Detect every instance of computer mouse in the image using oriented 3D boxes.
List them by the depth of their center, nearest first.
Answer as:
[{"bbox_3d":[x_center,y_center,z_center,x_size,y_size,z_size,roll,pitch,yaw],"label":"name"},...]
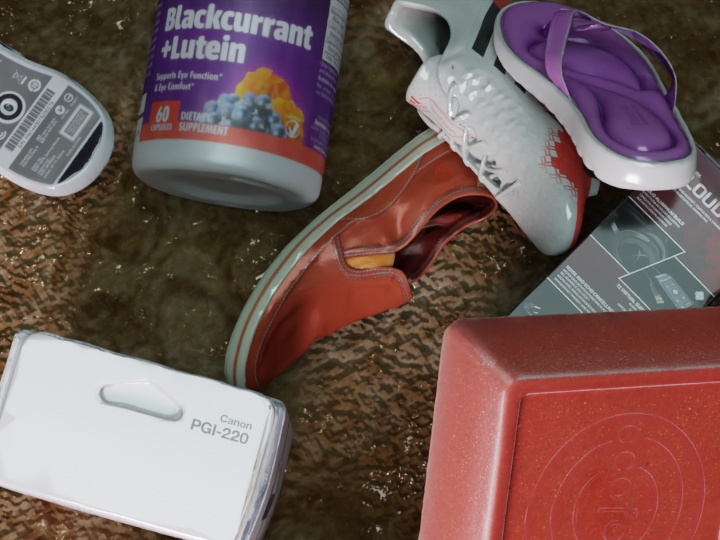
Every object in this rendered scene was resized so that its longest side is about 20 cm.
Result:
[{"bbox_3d":[-0.233,-0.105,1.293,0.200,0.044,0.110,34,77,10],"label":"computer mouse"}]

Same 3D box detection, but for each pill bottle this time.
[{"bbox_3d":[-0.064,-0.143,1.266,0.111,0.111,0.201,8,81,0],"label":"pill bottle"}]

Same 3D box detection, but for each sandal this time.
[{"bbox_3d":[0.135,-0.109,1.184,0.082,0.203,0.050,-3,123,-19],"label":"sandal"}]

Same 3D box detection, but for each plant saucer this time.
[{"bbox_3d":[0.128,0.121,1.139,0.199,0.037,0.201,-2,108,-27],"label":"plant saucer"}]

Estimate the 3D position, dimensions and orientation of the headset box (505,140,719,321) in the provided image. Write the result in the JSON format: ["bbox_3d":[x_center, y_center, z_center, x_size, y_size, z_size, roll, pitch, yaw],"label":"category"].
[{"bbox_3d":[0.143,0.019,1.225,0.200,0.149,0.077,-43,84,-8],"label":"headset box"}]

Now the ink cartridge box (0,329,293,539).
[{"bbox_3d":[-0.115,0.097,1.181,0.145,0.200,0.085,15,81,2],"label":"ink cartridge box"}]

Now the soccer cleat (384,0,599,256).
[{"bbox_3d":[0.071,-0.086,1.244,0.085,0.069,0.201,1,49,-24],"label":"soccer cleat"}]

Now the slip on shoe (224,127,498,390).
[{"bbox_3d":[0.000,0.000,1.262,0.200,0.074,0.061,-42,67,-12],"label":"slip on shoe"}]
